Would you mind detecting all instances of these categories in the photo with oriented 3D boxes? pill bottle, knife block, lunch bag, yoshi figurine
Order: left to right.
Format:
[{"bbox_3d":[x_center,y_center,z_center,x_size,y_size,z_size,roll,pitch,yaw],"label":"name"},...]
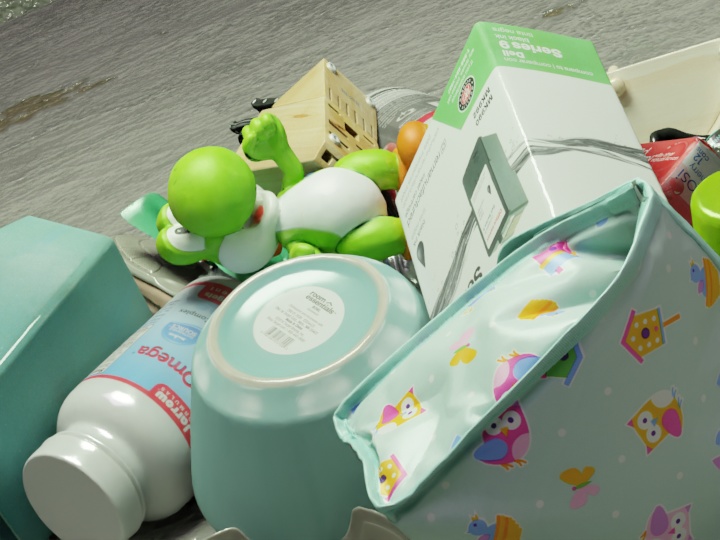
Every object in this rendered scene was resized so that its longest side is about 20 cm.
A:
[{"bbox_3d":[-0.136,0.099,1.088,0.108,0.110,0.200,-4,30,37],"label":"pill bottle"},{"bbox_3d":[-0.066,-0.079,1.306,0.175,0.064,0.201,-41,27,23],"label":"knife block"},{"bbox_3d":[-0.045,-0.047,1.068,0.198,0.113,0.113,-8,19,3],"label":"yoshi figurine"},{"bbox_3d":[0.044,-0.095,1.348,0.110,0.112,0.200,-28,23,-15],"label":"pill bottle"},{"bbox_3d":[0.115,0.073,0.773,0.200,0.170,0.122,-45,24,2],"label":"lunch bag"}]

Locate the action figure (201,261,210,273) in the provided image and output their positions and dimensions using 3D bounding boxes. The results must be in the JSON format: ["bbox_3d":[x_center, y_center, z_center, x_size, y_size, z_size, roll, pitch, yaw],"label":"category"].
[{"bbox_3d":[-0.061,-0.003,1.305,0.199,0.070,0.130,0,38,49],"label":"action figure"}]

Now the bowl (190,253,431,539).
[{"bbox_3d":[-0.025,0.066,0.971,0.199,0.106,0.202,-12,39,10],"label":"bowl"}]

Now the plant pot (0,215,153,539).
[{"bbox_3d":[-0.247,0.068,1.127,0.140,0.142,0.201,14,52,33],"label":"plant pot"}]

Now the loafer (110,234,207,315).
[{"bbox_3d":[-0.145,0.028,1.259,0.071,0.064,0.199,-1,20,-41],"label":"loafer"}]

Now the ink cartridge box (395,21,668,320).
[{"bbox_3d":[0.098,-0.023,0.912,0.083,0.147,0.201,8,40,-21],"label":"ink cartridge box"}]

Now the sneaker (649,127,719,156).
[{"bbox_3d":[0.273,-0.055,1.098,0.075,0.080,0.199,-36,28,-30],"label":"sneaker"}]

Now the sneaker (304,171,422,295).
[{"bbox_3d":[0.000,0.000,1.159,0.077,0.076,0.200,-40,52,-7],"label":"sneaker"}]

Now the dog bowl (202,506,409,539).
[{"bbox_3d":[-0.050,0.207,0.837,0.198,0.059,0.200,-19,24,8],"label":"dog bowl"}]

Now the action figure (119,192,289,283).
[{"bbox_3d":[-0.091,-0.014,1.198,0.117,0.055,0.200,-13,23,-25],"label":"action figure"}]

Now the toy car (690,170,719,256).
[{"bbox_3d":[0.285,0.032,0.815,0.157,0.165,0.200,-31,37,-21],"label":"toy car"}]

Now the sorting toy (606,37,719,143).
[{"bbox_3d":[0.223,-0.133,1.303,0.198,0.108,0.180,-16,16,16],"label":"sorting toy"}]

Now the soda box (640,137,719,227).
[{"bbox_3d":[0.157,-0.033,1.000,0.070,0.063,0.200,-48,16,-15],"label":"soda box"}]
